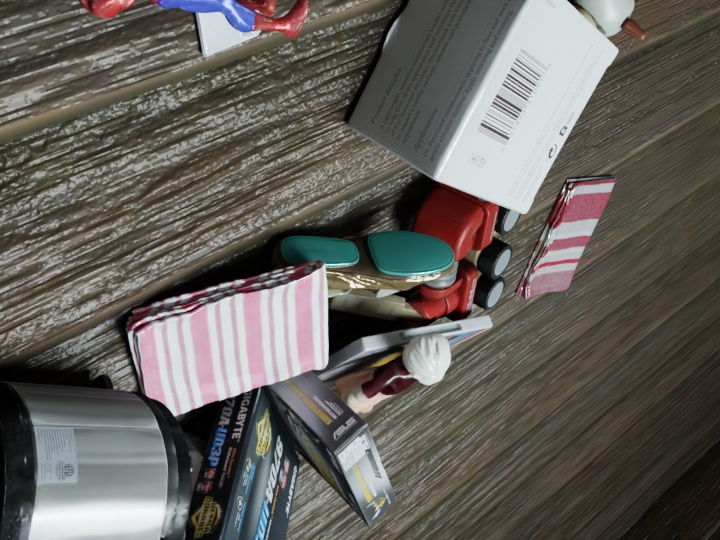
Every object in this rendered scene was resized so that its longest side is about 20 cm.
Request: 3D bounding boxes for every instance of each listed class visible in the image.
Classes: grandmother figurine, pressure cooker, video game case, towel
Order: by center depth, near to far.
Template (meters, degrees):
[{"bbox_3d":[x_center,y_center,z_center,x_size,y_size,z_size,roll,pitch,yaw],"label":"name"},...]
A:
[{"bbox_3d":[-0.235,0.186,0.685,0.199,0.178,0.178,12,91,-45],"label":"pressure cooker"},{"bbox_3d":[-0.122,0.074,0.815,0.198,0.030,0.147,-16,135,-17],"label":"towel"},{"bbox_3d":[0.032,0.122,0.938,0.121,0.061,0.200,-31,175,-41],"label":"grandmother figurine"},{"bbox_3d":[0.044,0.095,0.995,0.199,0.018,0.143,-6,162,-37],"label":"video game case"},{"bbox_3d":[0.323,-0.050,1.277,0.143,0.023,0.202,-10,128,-46],"label":"towel"}]

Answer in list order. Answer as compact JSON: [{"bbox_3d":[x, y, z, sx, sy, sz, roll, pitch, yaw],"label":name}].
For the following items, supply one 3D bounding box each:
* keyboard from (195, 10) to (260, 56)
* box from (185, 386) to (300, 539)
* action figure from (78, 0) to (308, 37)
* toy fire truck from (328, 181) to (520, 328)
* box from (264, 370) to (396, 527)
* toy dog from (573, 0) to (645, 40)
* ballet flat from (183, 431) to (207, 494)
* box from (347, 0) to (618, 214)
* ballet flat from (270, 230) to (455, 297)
[{"bbox_3d":[-0.106,-0.257,0.604,0.056,0.011,0.201,-26,138,-25],"label":"keyboard"},{"bbox_3d":[-0.122,0.246,0.880,0.201,0.046,0.160,-80,159,-46],"label":"box"},{"bbox_3d":[-0.123,-0.218,0.562,0.199,0.065,0.100,-11,134,-40],"label":"action figure"},{"bbox_3d":[0.074,-0.009,0.959,0.200,0.128,0.177,-35,143,-40],"label":"toy fire truck"},{"bbox_3d":[-0.041,0.190,0.948,0.048,0.158,0.201,-40,144,-18],"label":"box"},{"bbox_3d":[0.276,-0.325,0.908,0.132,0.096,0.200,-52,146,0],"label":"toy dog"},{"bbox_3d":[-0.176,0.226,0.900,0.069,0.071,0.200,-52,146,-6],"label":"ballet flat"},{"bbox_3d":[0.126,-0.185,0.828,0.199,0.130,0.200,10,113,-53],"label":"box"},{"bbox_3d":[0.000,0.000,0.872,0.198,0.068,0.073,-3,143,-20],"label":"ballet flat"}]
